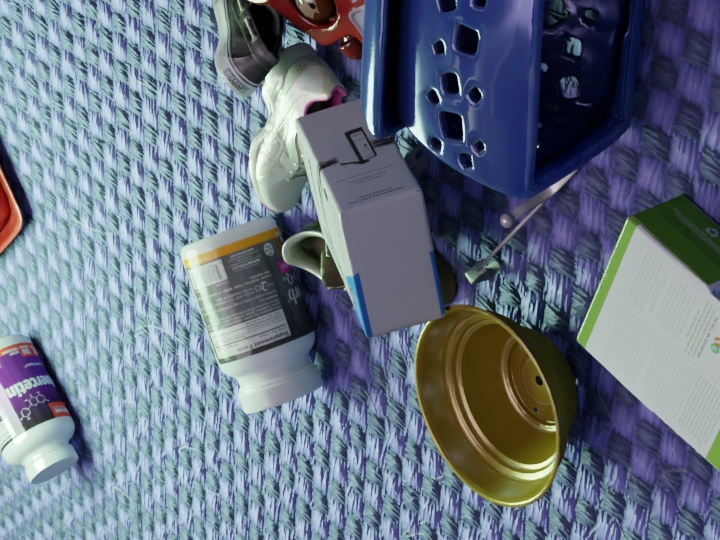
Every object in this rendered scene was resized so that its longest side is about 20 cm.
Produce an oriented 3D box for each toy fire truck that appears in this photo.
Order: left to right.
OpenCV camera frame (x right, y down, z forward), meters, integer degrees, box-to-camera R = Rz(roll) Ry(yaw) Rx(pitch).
[{"bbox_3d":[-0.025,-0.283,1.734,0.168,0.112,0.199,53,145,-14],"label":"toy fire truck"}]

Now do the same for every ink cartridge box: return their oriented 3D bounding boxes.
[{"bbox_3d":[0.008,-0.054,1.720,0.200,0.084,0.147,-116,11,-57],"label":"ink cartridge box"},{"bbox_3d":[0.291,0.060,1.497,0.200,0.075,0.148,45,137,29],"label":"ink cartridge box"}]

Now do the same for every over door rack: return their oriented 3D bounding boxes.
[{"bbox_3d":[0.107,-0.092,1.674,0.148,0.066,0.200,58,143,18],"label":"over door rack"}]

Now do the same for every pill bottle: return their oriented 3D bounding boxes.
[{"bbox_3d":[-0.483,0.200,2.565,0.201,0.112,0.113,59,143,14],"label":"pill bottle"},{"bbox_3d":[-0.118,0.050,2.002,0.116,0.116,0.201,-16,95,55],"label":"pill bottle"}]

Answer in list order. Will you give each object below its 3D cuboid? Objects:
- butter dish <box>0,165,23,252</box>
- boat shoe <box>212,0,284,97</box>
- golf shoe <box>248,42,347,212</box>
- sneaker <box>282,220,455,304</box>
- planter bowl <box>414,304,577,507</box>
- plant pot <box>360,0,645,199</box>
[{"bbox_3d":[-0.590,-0.104,2.529,0.200,0.147,0.201,-34,78,54],"label":"butter dish"},{"bbox_3d":[-0.106,-0.251,1.837,0.064,0.071,0.201,-38,31,21],"label":"boat shoe"},{"bbox_3d":[-0.064,-0.135,1.878,0.091,0.075,0.201,38,135,32],"label":"golf shoe"},{"bbox_3d":[0.000,0.000,1.841,0.200,0.089,0.068,28,127,43],"label":"sneaker"},{"bbox_3d":[0.146,0.117,1.709,0.200,0.083,0.202,27,127,43],"label":"planter bowl"},{"bbox_3d":[0.112,-0.196,1.468,0.179,0.200,0.201,18,121,28],"label":"plant pot"}]
